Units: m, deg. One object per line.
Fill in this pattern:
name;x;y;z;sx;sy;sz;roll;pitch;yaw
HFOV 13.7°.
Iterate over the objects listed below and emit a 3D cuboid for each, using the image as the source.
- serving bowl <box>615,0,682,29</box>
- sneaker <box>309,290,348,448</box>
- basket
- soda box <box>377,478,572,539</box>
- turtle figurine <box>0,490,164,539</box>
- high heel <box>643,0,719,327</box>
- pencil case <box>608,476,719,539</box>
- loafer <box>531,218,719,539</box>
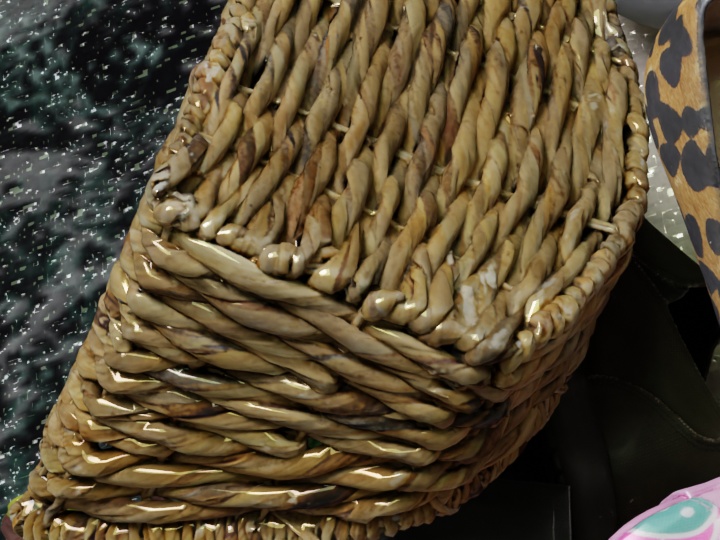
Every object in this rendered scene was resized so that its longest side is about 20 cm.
serving bowl;0.163;-0.149;1.070;0.200;0.066;0.200;-27;29;17
sneaker;-0.009;-0.022;1.060;0.077;0.084;0.200;11;60;32
basket;0.000;0.000;0.914;0.142;0.149;0.200;22;38;-4
soda box;0.026;0.162;0.872;0.063;0.071;0.201;6;62;-12
turtle figurine;-0.049;0.140;0.964;0.199;0.064;0.162;-16;63;-2
high heel;0.139;0.015;0.859;0.071;0.143;0.200;-26;54;-4
pencil case;0.148;0.139;0.821;0.087;0.088;0.200;-43;53;-10
loafer;0.085;0.019;0.991;0.071;0.073;0.200;-5;42;-2
